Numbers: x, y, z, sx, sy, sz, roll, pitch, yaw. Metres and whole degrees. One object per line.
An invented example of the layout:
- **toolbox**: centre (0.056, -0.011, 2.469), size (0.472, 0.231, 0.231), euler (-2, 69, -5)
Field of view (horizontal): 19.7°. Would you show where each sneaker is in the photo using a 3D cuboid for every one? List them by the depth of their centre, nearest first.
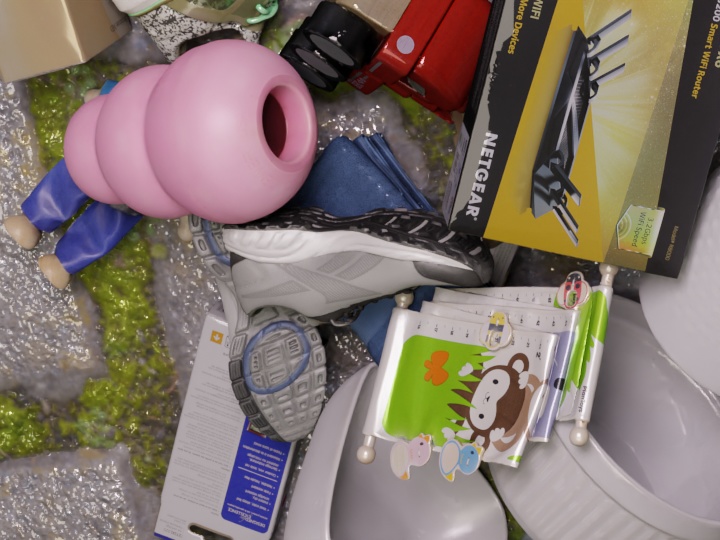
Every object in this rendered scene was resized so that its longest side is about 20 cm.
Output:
- **sneaker**: centre (0.000, 0.000, 1.442), size (0.198, 0.074, 0.080), euler (2, 105, 24)
- **sneaker**: centre (-0.079, -0.206, 1.479), size (0.198, 0.077, 0.089), euler (-17, 117, 26)
- **sneaker**: centre (-0.070, 0.027, 1.534), size (0.074, 0.087, 0.202), euler (-14, 93, 2)

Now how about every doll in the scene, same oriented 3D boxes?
- **doll**: centre (-0.171, -0.073, 1.555), size (0.200, 0.048, 0.137), euler (-43, 85, 18)

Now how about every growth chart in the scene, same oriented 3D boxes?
- **growth chart**: centre (0.083, 0.069, 1.398), size (0.199, 0.018, 0.146), euler (-6, 68, 38)

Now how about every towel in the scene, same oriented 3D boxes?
- **towel**: centre (0.027, 0.005, 1.499), size (0.200, 0.048, 0.112), euler (51, 121, 14)

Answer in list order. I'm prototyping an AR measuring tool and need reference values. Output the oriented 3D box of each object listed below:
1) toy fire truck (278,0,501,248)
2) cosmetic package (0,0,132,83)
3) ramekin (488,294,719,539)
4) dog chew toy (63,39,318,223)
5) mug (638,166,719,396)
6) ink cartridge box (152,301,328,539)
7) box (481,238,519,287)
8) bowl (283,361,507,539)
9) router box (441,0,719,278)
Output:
- **toy fire truck**: centre (0.051, -0.123, 1.403), size (0.199, 0.176, 0.129), euler (33, 82, -8)
- **cosmetic package**: centre (-0.238, -0.247, 1.481), size (0.070, 0.105, 0.202), euler (-11, 108, 19)
- **ramekin**: centre (0.181, 0.125, 1.454), size (0.200, 0.200, 0.105), euler (40, 124, -2)
- **dog chew toy**: centre (-0.127, -0.092, 1.450), size (0.198, 0.124, 0.126), euler (-4, 110, 37)
- **mug**: centre (0.309, -0.020, 1.381), size (0.176, 0.198, 0.149), euler (-59, 44, 44)
- **ink cartridge box**: centre (-0.094, 0.131, 1.616), size (0.094, 0.037, 0.202), euler (19, 111, 7)
- **box**: centre (0.100, -0.031, 1.500), size (0.041, 0.039, 0.202), euler (23, 114, 6)
- **bowl**: centre (0.019, 0.196, 1.509), size (0.074, 0.201, 0.200), euler (-24, 121, 30)
- **router box**: centre (0.150, -0.109, 1.319), size (0.156, 0.052, 0.202), euler (11, 107, -7)
